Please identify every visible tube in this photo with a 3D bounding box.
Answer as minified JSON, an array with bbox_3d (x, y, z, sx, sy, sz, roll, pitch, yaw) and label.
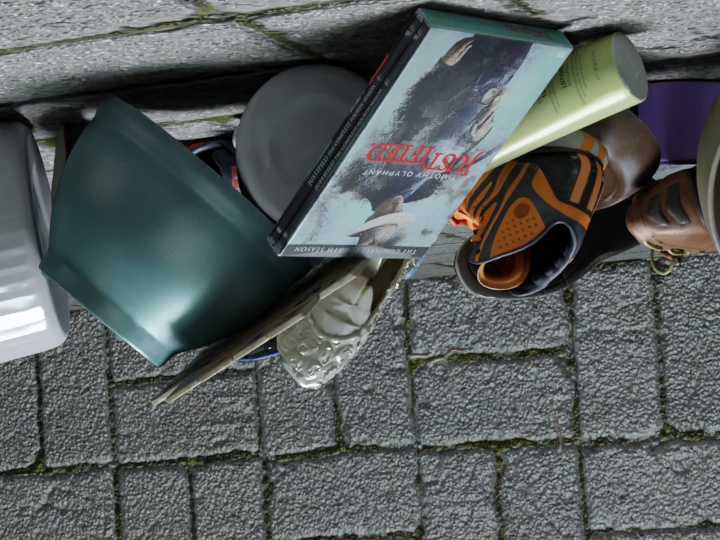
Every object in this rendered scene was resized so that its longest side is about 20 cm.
[{"bbox_3d":[0.105,-0.108,1.270,0.199,0.052,0.058,-21,-156,32],"label":"tube"}]

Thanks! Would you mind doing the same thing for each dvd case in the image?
[{"bbox_3d":[0.040,-0.085,1.204,0.145,0.022,0.200,1,135,-45],"label":"dvd case"}]

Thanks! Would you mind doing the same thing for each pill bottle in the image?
[{"bbox_3d":[-0.035,-0.079,1.351,0.118,0.121,0.200,-3,176,-4],"label":"pill bottle"}]

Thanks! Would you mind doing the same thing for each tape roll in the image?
[{"bbox_3d":[0.239,-0.111,1.530,0.198,0.066,0.200,-4,176,0],"label":"tape roll"}]

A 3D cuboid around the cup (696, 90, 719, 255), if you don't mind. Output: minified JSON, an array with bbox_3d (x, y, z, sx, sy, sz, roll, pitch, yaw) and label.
[{"bbox_3d":[0.327,-0.086,1.316,0.198,0.202,0.143,-3,-159,-8],"label":"cup"}]

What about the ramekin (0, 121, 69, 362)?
[{"bbox_3d":[-0.293,-0.021,1.418,0.097,0.203,0.200,-11,176,-3],"label":"ramekin"}]

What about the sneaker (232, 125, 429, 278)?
[{"bbox_3d":[-0.019,-0.064,1.490,0.199,0.078,0.076,28,156,-15],"label":"sneaker"}]

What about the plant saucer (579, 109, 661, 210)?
[{"bbox_3d":[0.129,-0.092,1.374,0.198,0.032,0.201,13,159,5],"label":"plant saucer"}]

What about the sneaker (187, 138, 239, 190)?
[{"bbox_3d":[-0.080,-0.082,1.563,0.198,0.076,0.084,-5,180,22],"label":"sneaker"}]

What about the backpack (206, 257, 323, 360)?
[{"bbox_3d":[-0.089,-0.017,1.782,0.199,0.185,0.146,-4,-160,-44],"label":"backpack"}]

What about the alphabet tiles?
[{"bbox_3d":[-0.064,0.034,1.323,0.199,0.006,0.166,-33,-173,26],"label":"alphabet tiles"}]

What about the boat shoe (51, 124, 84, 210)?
[{"bbox_3d":[-0.221,-0.079,1.481,0.062,0.072,0.200,8,179,-5],"label":"boat shoe"}]

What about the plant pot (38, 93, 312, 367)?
[{"bbox_3d":[-0.154,-0.015,1.334,0.200,0.134,0.200,40,174,5],"label":"plant pot"}]

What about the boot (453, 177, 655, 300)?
[{"bbox_3d":[0.147,-0.024,1.533,0.199,0.074,0.150,-24,-174,-21],"label":"boot"}]

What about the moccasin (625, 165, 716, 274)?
[{"bbox_3d":[0.256,-0.040,1.430,0.077,0.074,0.201,-20,179,21],"label":"moccasin"}]

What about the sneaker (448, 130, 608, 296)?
[{"bbox_3d":[0.086,-0.041,1.329,0.199,0.113,0.077,-5,151,46],"label":"sneaker"}]

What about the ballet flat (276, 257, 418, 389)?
[{"bbox_3d":[0.000,0.000,1.415,0.071,0.201,0.072,27,153,15],"label":"ballet flat"}]

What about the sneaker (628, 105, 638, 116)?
[{"bbox_3d":[0.130,-0.107,1.440,0.082,0.073,0.199,2,173,-44],"label":"sneaker"}]
